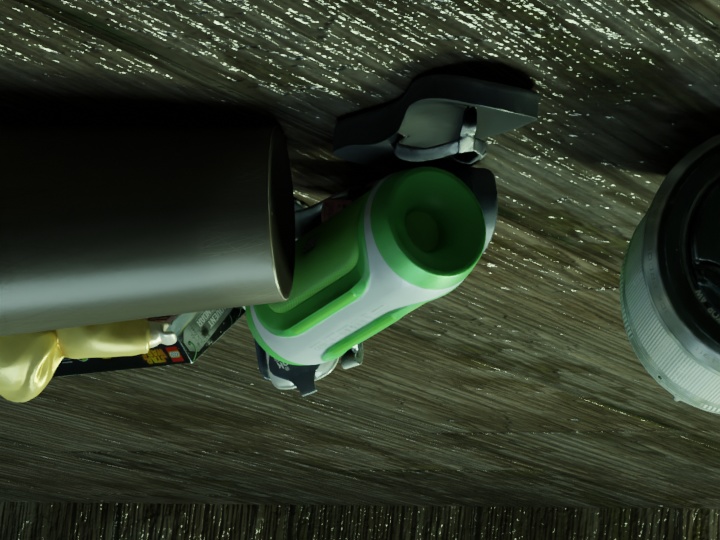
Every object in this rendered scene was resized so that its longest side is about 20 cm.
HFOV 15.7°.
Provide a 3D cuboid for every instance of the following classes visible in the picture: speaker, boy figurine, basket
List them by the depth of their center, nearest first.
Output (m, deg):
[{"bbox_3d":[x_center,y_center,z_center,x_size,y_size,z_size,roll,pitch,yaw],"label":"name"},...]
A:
[{"bbox_3d":[-0.147,-0.032,1.664,0.199,0.137,0.180,-3,-160,6],"label":"basket"},{"bbox_3d":[0.000,0.000,1.705,0.088,0.089,0.200,10,157,-27],"label":"speaker"},{"bbox_3d":[-0.171,0.021,1.755,0.124,0.200,0.065,41,160,38],"label":"boy figurine"}]

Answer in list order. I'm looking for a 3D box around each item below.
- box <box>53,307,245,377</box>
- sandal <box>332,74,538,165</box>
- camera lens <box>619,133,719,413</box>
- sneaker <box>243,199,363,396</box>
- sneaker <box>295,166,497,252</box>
[{"bbox_3d":[-0.161,0.025,1.995,0.199,0.040,0.137,-7,-151,46],"label":"box"},{"bbox_3d":[0.048,-0.080,1.574,0.076,0.043,0.200,8,168,-22],"label":"sandal"},{"bbox_3d":[0.246,0.004,1.625,0.159,0.161,0.200,4,169,0],"label":"camera lens"},{"bbox_3d":[-0.061,0.023,1.890,0.079,0.130,0.199,-16,160,30],"label":"sneaker"},{"bbox_3d":[0.021,-0.031,1.768,0.082,0.071,0.200,7,167,-25],"label":"sneaker"}]
